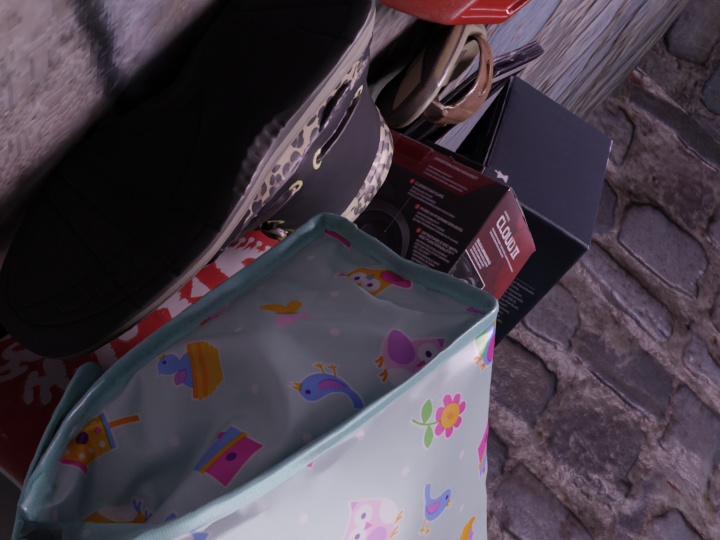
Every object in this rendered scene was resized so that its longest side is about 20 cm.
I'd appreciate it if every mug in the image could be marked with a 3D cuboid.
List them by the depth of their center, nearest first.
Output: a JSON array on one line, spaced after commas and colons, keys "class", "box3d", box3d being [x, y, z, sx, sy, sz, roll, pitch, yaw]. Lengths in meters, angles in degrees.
[{"class": "mug", "box3d": [-0.135, 0.055, 0.621, 0.200, 0.176, 0.135, -47, 140, -39]}]

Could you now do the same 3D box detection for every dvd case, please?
[{"class": "dvd case", "box3d": [0.060, -0.121, 1.041, 0.199, 0.016, 0.149, -38, 179, 27]}]

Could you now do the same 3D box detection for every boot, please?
[{"class": "boot", "box3d": [-0.058, -0.028, 0.550, 0.204, 0.073, 0.154, -50, 163, -8]}]

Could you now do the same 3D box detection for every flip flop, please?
[{"class": "flip flop", "box3d": [0.065, -0.135, 0.868, 0.081, 0.058, 0.200, -43, -179, 20]}]

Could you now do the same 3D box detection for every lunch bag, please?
[{"class": "lunch bag", "box3d": [-0.043, 0.102, 0.493, 0.199, 0.121, 0.172, -37, 139, -33]}]

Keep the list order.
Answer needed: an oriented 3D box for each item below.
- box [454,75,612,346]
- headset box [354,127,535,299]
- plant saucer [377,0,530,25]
[{"class": "box", "box3d": [0.108, -0.034, 1.040, 0.200, 0.106, 0.149, -53, -171, 44]}, {"class": "headset box", "box3d": [0.000, 0.000, 0.755, 0.201, 0.148, 0.077, -53, 147, -14]}, {"class": "plant saucer", "box3d": [0.121, -0.209, 0.730, 0.199, 0.037, 0.199, -37, 178, 21]}]
